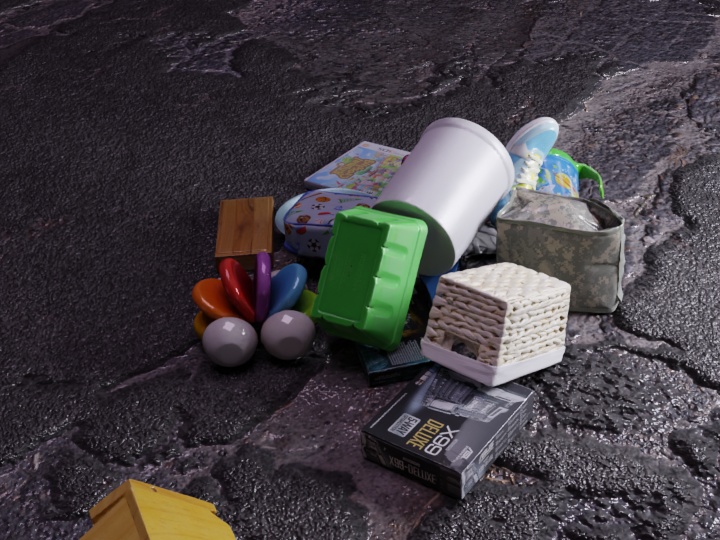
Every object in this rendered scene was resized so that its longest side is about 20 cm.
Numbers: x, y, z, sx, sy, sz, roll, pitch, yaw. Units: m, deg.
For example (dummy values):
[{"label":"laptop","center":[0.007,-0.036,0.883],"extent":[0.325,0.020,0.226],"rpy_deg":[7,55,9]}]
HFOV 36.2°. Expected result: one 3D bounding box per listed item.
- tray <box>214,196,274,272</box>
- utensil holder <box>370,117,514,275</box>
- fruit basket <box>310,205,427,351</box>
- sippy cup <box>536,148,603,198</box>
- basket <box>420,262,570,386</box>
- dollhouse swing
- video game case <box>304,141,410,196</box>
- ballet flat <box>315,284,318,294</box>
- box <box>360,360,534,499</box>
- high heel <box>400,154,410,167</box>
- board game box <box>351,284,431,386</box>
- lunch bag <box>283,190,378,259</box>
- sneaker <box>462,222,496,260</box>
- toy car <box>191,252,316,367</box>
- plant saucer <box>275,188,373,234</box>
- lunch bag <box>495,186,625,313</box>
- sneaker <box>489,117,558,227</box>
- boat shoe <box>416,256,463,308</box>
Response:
[{"label":"tray","center":[-0.205,-0.068,1.965],"extent":[0.098,0.037,0.200],"rpy_deg":[-4,32,-1]},{"label":"utensil holder","center":[0.126,-0.114,1.745],"extent":[0.169,0.170,0.200],"rpy_deg":[17,53,28]},{"label":"fruit basket","center":[0.016,0.010,1.666],"extent":[0.155,0.216,0.216],"rpy_deg":[14,36,25]},{"label":"sippy cup","center":[0.326,-0.122,1.923],"extent":[0.139,0.178,0.131],"rpy_deg":[29,33,-28]},{"label":"basket","center":[0.199,0.070,1.574],"extent":[0.135,0.124,0.200],"rpy_deg":[22,21,35]},{"label":"dollhouse swing","center":[-0.250,0.380,1.270],"extent":[0.181,0.176,0.200],"rpy_deg":[27,13,-36]},{"label":"video game case","center":[0.021,-0.190,2.140],"extent":[0.182,0.022,0.200],"rpy_deg":[18,38,33]},{"label":"ballet flat","center":[0.000,0.000,1.828],"extent":[0.067,0.047,0.200],"rpy_deg":[27,43,37]},{"label":"box","center":[0.120,0.207,1.489],"extent":[0.157,0.050,0.200],"rpy_deg":[19,38,31]},{"label":"high heel","center":[0.079,-0.137,1.912],"extent":[0.096,0.200,0.068],"rpy_deg":[15,61,29]},{"label":"board game box","center":[0.052,0.097,1.688],"extent":[0.135,0.028,0.200],"rpy_deg":[-11,34,-9]},{"label":"lunch bag","center":[-0.021,-0.076,1.853],"extent":[0.199,0.076,0.160],"rpy_deg":[9,29,18]},{"label":"sneaker","center":[0.173,-0.048,1.875],"extent":[0.199,0.082,0.075],"rpy_deg":[14,8,-4]},{"label":"toy car","center":[-0.160,0.043,1.679],"extent":[0.199,0.151,0.175],"rpy_deg":[-6,32,-4]},{"label":"plant saucer","center":[-0.052,-0.084,1.973],"extent":[0.200,0.039,0.201],"rpy_deg":[-3,33,2]},{"label":"lunch bag","center":[0.320,-0.028,1.730],"extent":[0.199,0.165,0.118],"rpy_deg":[12,37,22]},{"label":"sneaker","center":[0.280,-0.150,1.839],"extent":[0.079,0.200,0.131],"rpy_deg":[22,27,-37]},{"label":"boat shoe","center":[0.130,0.034,1.749],"extent":[0.084,0.069,0.200],"rpy_deg":[-12,36,11]}]
